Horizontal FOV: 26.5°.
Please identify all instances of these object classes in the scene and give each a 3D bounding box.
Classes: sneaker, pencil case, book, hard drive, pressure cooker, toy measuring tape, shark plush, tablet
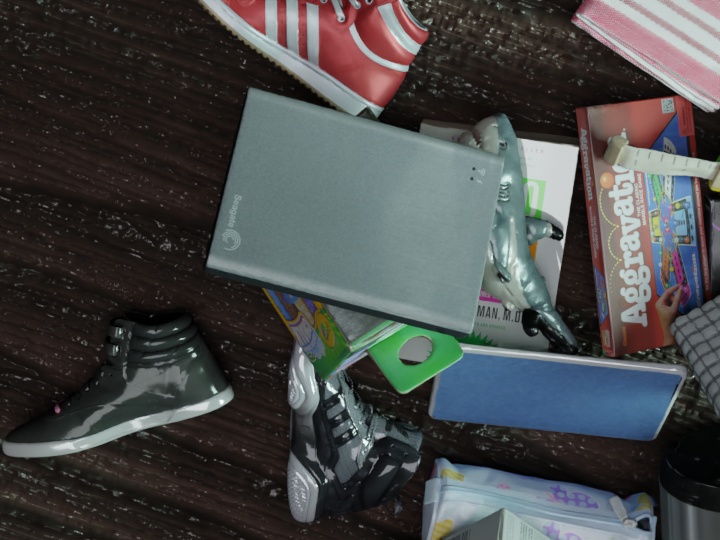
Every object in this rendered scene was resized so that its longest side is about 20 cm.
[{"bbox_3d":[-0.040,-0.214,1.208,0.200,0.071,0.113,34,106,-15],"label":"sneaker"},{"bbox_3d":[0.149,0.214,1.297,0.199,0.091,0.083,10,79,1],"label":"pencil case"},{"bbox_3d":[0.102,-0.017,1.270,0.133,0.048,0.201,8,104,5],"label":"book"},{"bbox_3d":[-0.004,-0.042,1.119,0.199,0.033,0.140,14,74,-8],"label":"hard drive"},{"bbox_3d":[0.338,0.241,1.261,0.175,0.179,0.201,1,105,22],"label":"pressure cooker"},{"bbox_3d":[0.291,-0.100,1.224,0.199,0.074,0.074,8,104,-8],"label":"toy measuring tape"},{"bbox_3d":[-0.004,0.119,1.290,0.113,0.076,0.201,2,109,0],"label":"sneaker"},{"bbox_3d":[0.127,-0.020,1.210,0.083,0.091,0.200,-32,90,-15],"label":"shark plush"},{"bbox_3d":[-0.216,0.090,1.291,0.199,0.071,0.100,-17,101,-1],"label":"sneaker"},{"bbox_3d":[0.160,0.101,1.270,0.199,0.014,0.130,6,148,0],"label":"tablet"}]

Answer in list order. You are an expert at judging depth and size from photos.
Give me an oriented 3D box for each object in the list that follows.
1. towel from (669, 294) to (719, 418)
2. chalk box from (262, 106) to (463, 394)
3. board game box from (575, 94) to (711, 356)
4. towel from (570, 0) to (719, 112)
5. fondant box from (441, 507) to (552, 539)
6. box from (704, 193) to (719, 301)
[{"bbox_3d":[0.364,0.070,1.180,0.200,0.166,0.086,-32,135,5],"label":"towel"},{"bbox_3d":[0.000,0.000,1.192,0.124,0.124,0.200,-31,85,-18],"label":"chalk box"},{"bbox_3d":[0.232,-0.038,1.236,0.103,0.019,0.201,-10,96,-23],"label":"board game box"},{"bbox_3d":[0.277,-0.244,1.212,0.146,0.030,0.200,31,95,-7],"label":"towel"},{"bbox_3d":[0.136,0.293,1.280,0.200,0.058,0.144,37,130,-23],"label":"fondant box"},{"bbox_3d":[0.386,0.005,1.271,0.199,0.036,0.144,-1,103,0],"label":"box"}]
